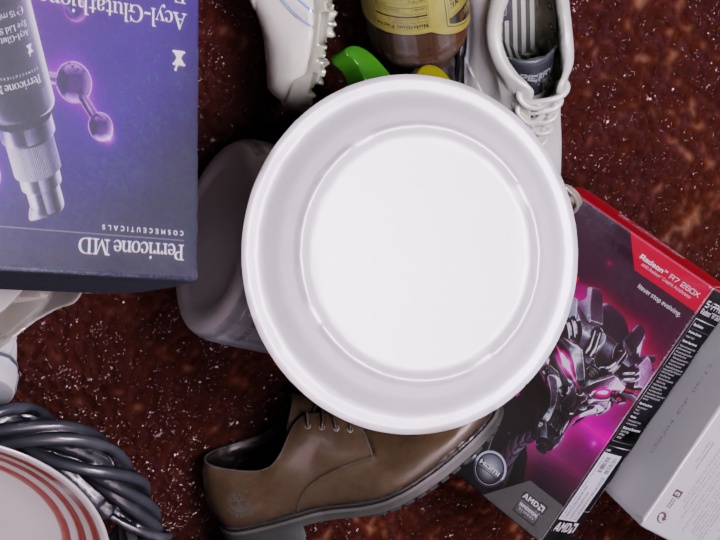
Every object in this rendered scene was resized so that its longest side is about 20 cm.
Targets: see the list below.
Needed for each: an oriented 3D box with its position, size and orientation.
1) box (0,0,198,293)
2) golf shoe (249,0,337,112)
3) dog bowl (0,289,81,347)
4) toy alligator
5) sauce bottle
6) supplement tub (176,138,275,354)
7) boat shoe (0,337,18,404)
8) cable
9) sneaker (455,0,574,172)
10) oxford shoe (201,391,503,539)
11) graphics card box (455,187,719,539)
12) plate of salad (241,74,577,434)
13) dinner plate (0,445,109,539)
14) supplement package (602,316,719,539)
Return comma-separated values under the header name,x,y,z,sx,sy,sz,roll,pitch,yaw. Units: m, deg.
name,x,y,z,sx,sy,sz,roll,pitch,yaw
box,-0.169,-0.090,0.966,0.148,0.104,0.200,2,85,-41
golf shoe,-0.059,-0.189,1.068,0.097,0.078,0.200,-1,109,-4
dog bowl,-0.239,-0.035,1.009,0.200,0.059,0.200,4,83,-40
toy alligator,0.059,-0.064,1.116,0.200,0.059,0.054,32,54,-30
sauce bottle,0.030,-0.163,1.085,0.065,0.065,0.200,-25,142,-12
supplement tub,0.000,0.000,1.135,0.200,0.123,0.123,12,107,-27
boat shoe,-0.281,0.022,1.056,0.200,0.066,0.072,17,146,-30
cable,-0.209,0.136,1.123,0.200,0.051,0.163,8,128,-14
sneaker,0.095,-0.110,1.156,0.073,0.071,0.200,-19,120,-15
oxford shoe,-0.008,0.111,1.189,0.200,0.073,0.084,-21,110,6
graphics card box,0.134,0.061,1.217,0.200,0.125,0.051,-57,152,9
plate of salad,0.027,-0.009,1.053,0.200,0.048,0.200,0,89,-19
dinner plate,-0.245,0.160,1.090,0.200,0.024,0.200,-4,130,-5
supplement package,0.262,0.112,1.280,0.200,0.151,0.152,29,98,-30
